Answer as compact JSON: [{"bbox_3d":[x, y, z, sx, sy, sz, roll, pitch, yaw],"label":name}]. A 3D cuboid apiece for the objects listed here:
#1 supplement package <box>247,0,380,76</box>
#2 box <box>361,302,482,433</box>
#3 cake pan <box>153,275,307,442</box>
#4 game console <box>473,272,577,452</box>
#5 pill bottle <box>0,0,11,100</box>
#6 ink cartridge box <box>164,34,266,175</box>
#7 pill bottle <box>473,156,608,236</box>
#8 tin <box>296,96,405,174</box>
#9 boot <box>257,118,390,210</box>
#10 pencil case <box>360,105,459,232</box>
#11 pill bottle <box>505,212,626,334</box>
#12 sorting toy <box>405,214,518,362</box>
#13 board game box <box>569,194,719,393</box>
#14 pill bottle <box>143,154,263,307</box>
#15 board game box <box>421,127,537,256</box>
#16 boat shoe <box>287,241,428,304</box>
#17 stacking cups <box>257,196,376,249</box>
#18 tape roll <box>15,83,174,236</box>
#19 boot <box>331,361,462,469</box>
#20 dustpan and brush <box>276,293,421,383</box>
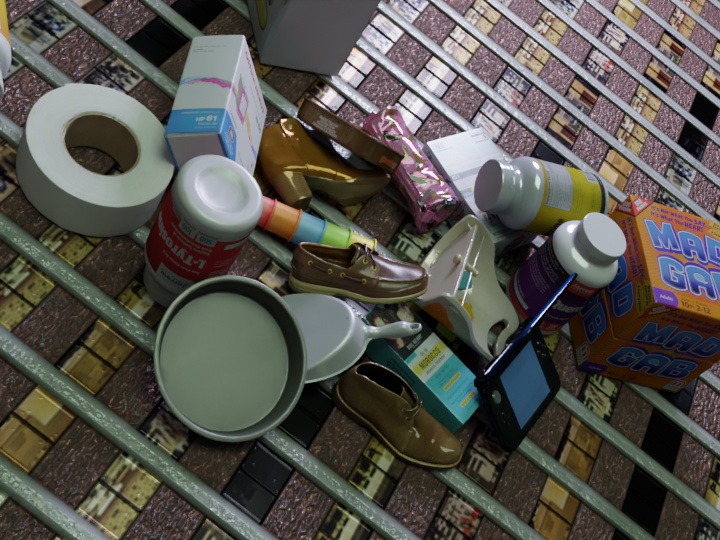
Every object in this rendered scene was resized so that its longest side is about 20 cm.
[{"bbox_3d":[-0.083,-0.461,1.707,0.145,0.192,0.203,4,55,-28],"label":"supplement package"},{"bbox_3d":[0.083,0.129,1.475,0.200,0.049,0.082,46,46,6],"label":"box"},{"bbox_3d":[-0.162,0.109,1.304,0.197,0.037,0.204,6,77,-25],"label":"cake pan"},{"bbox_3d":[0.254,0.128,1.484,0.200,0.117,0.173,-38,107,-49],"label":"game console"},{"bbox_3d":[-0.517,-0.309,1.385,0.109,0.111,0.203,2,57,-30],"label":"pill bottle"},{"bbox_3d":[-0.197,-0.208,1.475,0.083,0.146,0.203,-3,50,10],"label":"ink cartridge box"},{"bbox_3d":[0.279,-0.113,1.645,0.197,0.112,0.114,10,53,-26],"label":"pill bottle"},{"bbox_3d":[-0.018,-0.203,1.597,0.199,0.042,0.111,36,4,38],"label":"tin"},{"bbox_3d":[-0.060,-0.169,1.592,0.199,0.071,0.146,-13,64,-34],"label":"boot"},{"bbox_3d":[0.074,-0.160,1.659,0.082,0.087,0.202,-25,71,-18],"label":"pencil case"},{"bbox_3d":[0.312,0.003,1.603,0.111,0.201,0.114,16,50,-20],"label":"pill bottle"},{"bbox_3d":[0.166,0.056,1.554,0.180,0.106,0.201,45,37,-16],"label":"sorting toy"},{"bbox_3d":[0.461,0.041,1.668,0.197,0.200,0.203,14,51,-21],"label":"board game box"},{"bbox_3d":[-0.204,-0.040,1.319,0.110,0.201,0.114,16,50,-19],"label":"pill bottle"},{"bbox_3d":[0.194,-0.125,1.720,0.146,0.064,0.202,-19,68,-39],"label":"board game box"},{"bbox_3d":[0.000,0.000,1.463,0.196,0.069,0.072,5,30,-5],"label":"boat shoe"},{"bbox_3d":[-0.075,-0.059,1.513,0.197,0.061,0.061,26,48,-10],"label":"stacking cups"},{"bbox_3d":[-0.349,-0.147,1.398,0.199,0.071,0.205,16,51,-21],"label":"tape roll"},{"bbox_3d":[0.060,0.193,1.398,0.198,0.076,0.074,33,45,-8],"label":"boot"},{"bbox_3d":[-0.018,0.083,1.410,0.196,0.058,0.141,-13,49,6],"label":"dustpan and brush"}]
